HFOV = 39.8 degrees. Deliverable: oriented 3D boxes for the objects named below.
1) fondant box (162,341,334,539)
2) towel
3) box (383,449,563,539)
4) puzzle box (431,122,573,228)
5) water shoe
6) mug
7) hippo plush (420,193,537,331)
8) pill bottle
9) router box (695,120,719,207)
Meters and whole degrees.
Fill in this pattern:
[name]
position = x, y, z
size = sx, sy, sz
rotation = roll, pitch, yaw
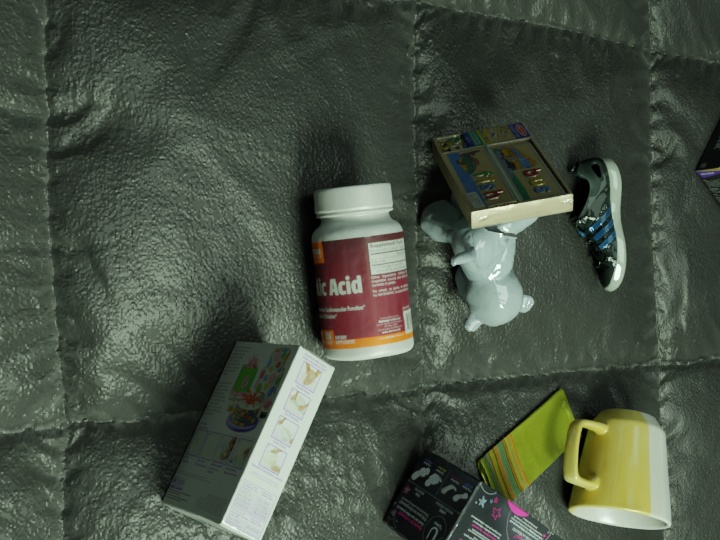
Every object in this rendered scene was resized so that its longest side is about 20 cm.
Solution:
[fondant box]
position = -0.123, 0.180, 1.085
size = 0.058, 0.143, 0.203
rotation = 33, 70, -30
[towel]
position = 0.247, 0.259, 1.439
size = 0.199, 0.018, 0.087
rotation = -33, 108, -33
[box]
position = 0.151, 0.343, 1.287
size = 0.199, 0.132, 0.116
rotation = 39, 79, -30
[puzzle box]
position = 0.177, -0.125, 1.270
size = 0.131, 0.201, 0.026
rotation = -10, 125, -6
[water shoe]
position = 0.354, -0.068, 1.511
size = 0.077, 0.071, 0.204
rotation = -5, 93, -9
[mug]
position = 0.385, 0.284, 1.460
size = 0.187, 0.147, 0.156
rotation = 51, 47, -60
[hippo plush]
position = 0.183, -0.016, 1.303
size = 0.157, 0.200, 0.163
rotation = -24, 116, -2
[pill bottle]
position = 0.000, 0.000, 1.202
size = 0.113, 0.113, 0.204
rotation = -8, 93, -36
[router box]
position = 0.685, -0.198, 1.759
size = 0.157, 0.052, 0.201
rotation = 46, 64, -26
